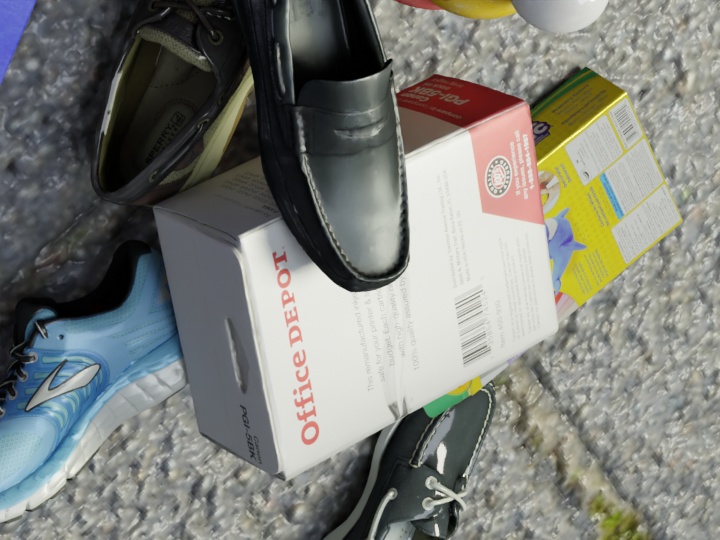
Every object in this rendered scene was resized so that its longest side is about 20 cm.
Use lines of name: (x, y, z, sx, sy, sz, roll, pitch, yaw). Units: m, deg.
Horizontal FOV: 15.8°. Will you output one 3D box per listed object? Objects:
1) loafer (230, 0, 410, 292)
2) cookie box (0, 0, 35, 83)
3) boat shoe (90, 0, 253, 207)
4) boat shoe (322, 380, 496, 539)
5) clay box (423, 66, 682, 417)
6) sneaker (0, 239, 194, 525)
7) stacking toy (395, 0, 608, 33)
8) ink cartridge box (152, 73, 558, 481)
loafer: (-0.015, -0.085, 1.266, 0.068, 0.070, 0.201, -20, 100, -27)
cookie box: (-0.235, -0.152, 1.190, 0.171, 0.075, 0.200, 14, 107, -42)
boat shoe: (-0.081, -0.118, 1.317, 0.065, 0.073, 0.200, -26, 138, -66)
boat shoe: (0.033, 0.150, 1.587, 0.076, 0.060, 0.200, 18, 105, -42)
clay box: (0.089, -0.015, 1.536, 0.200, 0.048, 0.115, -38, 131, -10)
sneaker: (-0.172, 0.057, 1.383, 0.200, 0.078, 0.090, -41, 118, -17)
stacking toy: (0.057, -0.177, 1.306, 0.146, 0.200, 0.146, -18, 125, -27)
ink cartridge box: (0.000, 0.000, 1.385, 0.200, 0.083, 0.147, -26, 120, -31)
